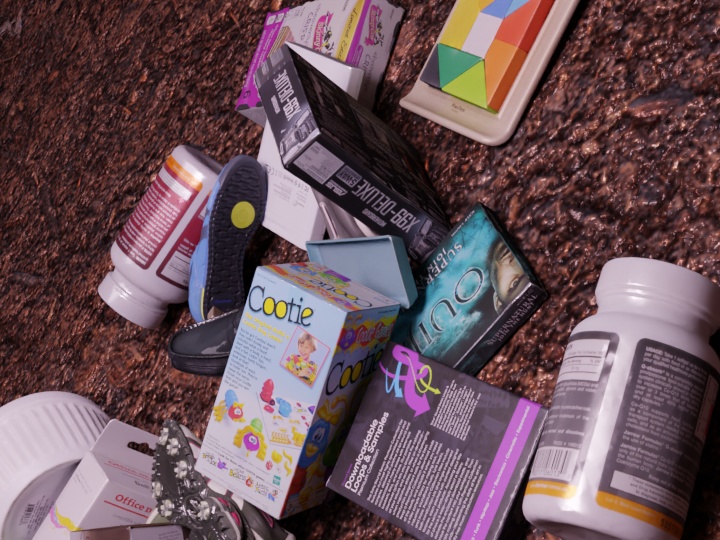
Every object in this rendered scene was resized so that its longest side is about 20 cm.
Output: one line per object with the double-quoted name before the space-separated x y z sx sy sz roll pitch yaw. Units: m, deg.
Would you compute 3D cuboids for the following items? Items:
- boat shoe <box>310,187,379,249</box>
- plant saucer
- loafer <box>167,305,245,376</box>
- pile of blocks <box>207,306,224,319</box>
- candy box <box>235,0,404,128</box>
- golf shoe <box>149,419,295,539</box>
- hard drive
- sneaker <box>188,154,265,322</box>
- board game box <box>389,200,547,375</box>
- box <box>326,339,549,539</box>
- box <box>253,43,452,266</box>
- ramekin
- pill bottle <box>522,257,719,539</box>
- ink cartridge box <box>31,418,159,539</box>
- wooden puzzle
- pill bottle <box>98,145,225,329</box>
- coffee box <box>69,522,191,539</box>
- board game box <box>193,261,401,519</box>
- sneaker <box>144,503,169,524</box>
"boat shoe" -0.041 -0.106 1.425 0.057 0.067 0.201 -32 80 29
"plant saucer" 0.000 0.000 1.352 0.200 0.019 0.070 -1 107 66
"loafer" -0.098 0.055 1.364 0.199 0.071 0.068 -11 48 11
"pile of blocks" -0.126 0.109 1.440 0.062 0.082 0.200 -56 36 6
"candy box" -0.050 -0.242 1.605 0.199 0.061 0.137 -2 66 50
"golf shoe" -0.138 0.216 1.315 0.200 0.088 0.078 48 123 47
"hard drive" -0.063 -0.137 1.514 0.132 0.027 0.201 30 111 49
"sneaker" -0.159 -0.035 1.557 0.078 0.066 0.201 27 109 56
"board game box" 0.074 0.049 1.275 0.200 0.028 0.136 -50 36 17
"box" 0.069 0.155 1.177 0.199 0.036 0.144 22 87 45
"box" -0.006 -0.111 1.338 0.050 0.200 0.158 -42 40 18
"ramekin" -0.338 0.245 1.523 0.201 0.200 0.105 -57 44 6
"pill bottle" 0.197 0.101 1.011 0.116 0.116 0.201 -1 65 51
"ink cartridge box" -0.262 0.270 1.469 0.201 0.117 0.067 -58 36 6
"wooden puzzle" 0.130 -0.234 1.393 0.201 0.037 0.185 -59 35 2
"pill bottle" -0.221 -0.037 1.634 0.201 0.113 0.113 -55 35 8
"coffee box" -0.214 0.346 1.335 0.114 0.079 0.202 -13 78 45
"board game box" -0.057 0.106 1.266 0.104 0.103 0.201 26 106 26
"sneaker" -0.154 0.254 1.386 0.200 0.067 0.090 -50 31 11
